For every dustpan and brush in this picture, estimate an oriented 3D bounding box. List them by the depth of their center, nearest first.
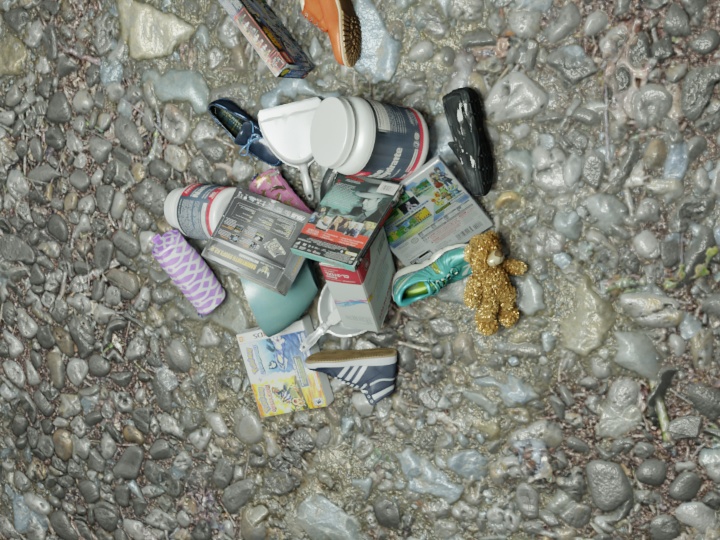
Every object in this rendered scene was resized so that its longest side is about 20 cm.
[{"bbox_3d":[-0.125,-0.242,1.614,0.136,0.057,0.205,-13,99,0],"label":"dustpan and brush"},{"bbox_3d":[-0.055,0.102,1.655,0.140,0.057,0.200,49,114,6],"label":"dustpan and brush"}]

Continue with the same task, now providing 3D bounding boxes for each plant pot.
[{"bbox_3d":[-0.163,0.021,1.632,0.132,0.200,0.204,-19,95,3],"label":"plant pot"}]

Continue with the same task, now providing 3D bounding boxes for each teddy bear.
[{"bbox_3d":[0.255,0.029,1.489,0.142,0.067,0.205,-2,106,-17],"label":"teddy bear"}]

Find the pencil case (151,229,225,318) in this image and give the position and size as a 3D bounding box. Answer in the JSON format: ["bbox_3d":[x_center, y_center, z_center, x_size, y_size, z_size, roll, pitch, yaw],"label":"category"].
[{"bbox_3d":[-0.379,0.005,1.729,0.085,0.084,0.202,26,152,56],"label":"pencil case"}]

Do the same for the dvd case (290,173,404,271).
[{"bbox_3d":[-0.023,-0.095,1.448,0.143,0.202,0.022,14,150,29],"label":"dvd case"}]

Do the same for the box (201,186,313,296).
[{"bbox_3d":[-0.194,-0.059,1.525,0.197,0.048,0.161,20,78,28],"label":"box"}]

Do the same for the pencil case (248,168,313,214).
[{"bbox_3d":[-0.151,-0.122,1.607,0.082,0.087,0.201,-33,61,-14],"label":"pencil case"}]

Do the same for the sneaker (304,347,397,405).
[{"bbox_3d":[-0.018,0.227,1.651,0.195,0.070,0.111,-3,105,-1],"label":"sneaker"}]

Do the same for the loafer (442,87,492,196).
[{"bbox_3d":[0.201,-0.240,1.473,0.069,0.068,0.205,-9,97,38],"label":"loafer"}]

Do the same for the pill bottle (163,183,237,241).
[{"bbox_3d":[-0.329,-0.124,1.671,0.197,0.118,0.123,11,108,40],"label":"pill bottle"}]

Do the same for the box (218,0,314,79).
[{"bbox_3d":[-0.186,-0.469,1.541,0.040,0.137,0.201,-38,86,22],"label":"box"}]

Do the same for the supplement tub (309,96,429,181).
[{"bbox_3d":[0.018,-0.246,1.459,0.139,0.197,0.144,-3,87,53],"label":"supplement tub"}]

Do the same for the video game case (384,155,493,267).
[{"bbox_3d":[0.128,-0.102,1.519,0.198,0.022,0.182,-33,118,25],"label":"video game case"}]

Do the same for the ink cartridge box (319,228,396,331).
[{"bbox_3d":[0.000,0.000,1.514,0.081,0.148,0.202,6,143,20],"label":"ink cartridge box"}]

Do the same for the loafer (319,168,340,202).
[{"bbox_3d":[-0.049,-0.127,1.598,0.070,0.067,0.205,31,120,36],"label":"loafer"}]

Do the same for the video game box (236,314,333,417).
[{"bbox_3d":[-0.170,0.216,1.748,0.179,0.047,0.204,-14,97,27],"label":"video game box"}]

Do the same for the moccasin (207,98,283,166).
[{"bbox_3d":[-0.245,-0.283,1.646,0.198,0.068,0.081,35,112,9],"label":"moccasin"}]

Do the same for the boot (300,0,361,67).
[{"bbox_3d":[-0.061,-0.490,1.526,0.105,0.075,0.205,-11,90,27],"label":"boot"}]

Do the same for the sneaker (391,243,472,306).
[{"bbox_3d":[0.153,0.017,1.537,0.197,0.080,0.078,-28,115,17],"label":"sneaker"}]
